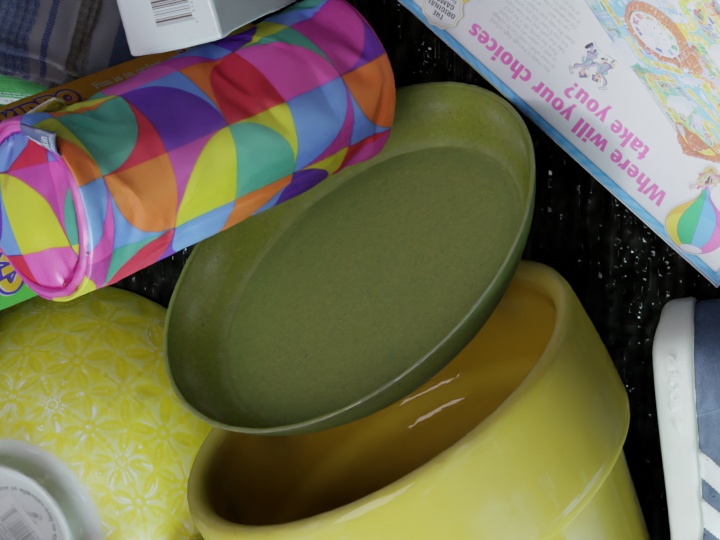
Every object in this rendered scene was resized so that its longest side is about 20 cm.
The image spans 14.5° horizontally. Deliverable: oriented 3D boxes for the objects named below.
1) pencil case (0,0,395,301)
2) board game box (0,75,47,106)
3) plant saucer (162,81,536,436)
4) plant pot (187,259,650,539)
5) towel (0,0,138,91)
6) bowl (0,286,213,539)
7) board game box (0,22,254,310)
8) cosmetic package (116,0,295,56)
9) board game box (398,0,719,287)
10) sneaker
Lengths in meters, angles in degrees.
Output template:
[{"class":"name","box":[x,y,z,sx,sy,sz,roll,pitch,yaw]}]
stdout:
[{"class":"pencil case","box":[-0.077,-0.058,1.241,0.088,0.199,0.089,25,126,40]},{"class":"board game box","box":[-0.215,-0.102,1.374,0.199,0.105,0.024,7,71,21]},{"class":"plant saucer","box":[0.000,0.000,1.277,0.199,0.201,0.031,-21,129,27]},{"class":"plant pot","box":[0.051,0.127,1.286,0.200,0.201,0.189,-21,113,27]},{"class":"towel","box":[-0.136,-0.154,1.246,0.024,0.200,0.148,16,92,27]},{"class":"bowl","box":[-0.153,0.117,1.408,0.199,0.108,0.201,7,109,21]},{"class":"board game box","box":[-0.124,-0.043,1.289,0.030,0.199,0.096,34,132,33]},{"class":"cosmetic package","box":[-0.075,-0.209,1.249,0.051,0.151,0.201,-9,102,27]},{"class":"board game box","box":[0.129,-0.109,1.257,0.200,0.034,0.135,43,117,6]},{"class":"sneaker","box":[0.183,0.109,1.282,0.084,0.075,0.201,-3,111,12]}]
